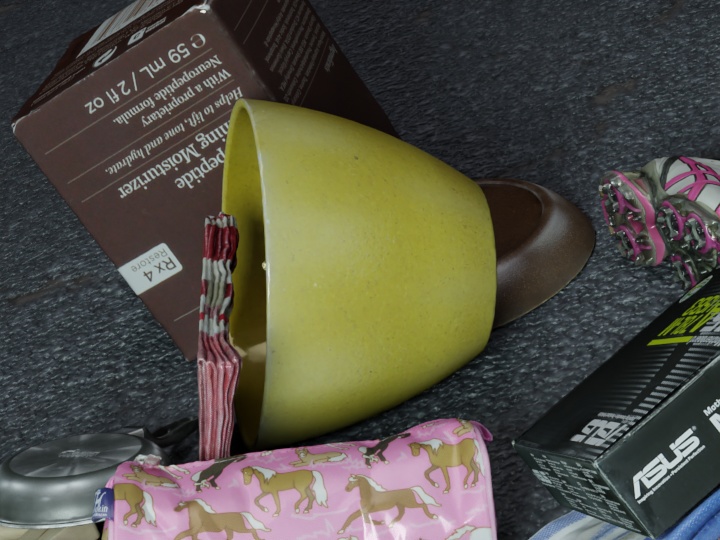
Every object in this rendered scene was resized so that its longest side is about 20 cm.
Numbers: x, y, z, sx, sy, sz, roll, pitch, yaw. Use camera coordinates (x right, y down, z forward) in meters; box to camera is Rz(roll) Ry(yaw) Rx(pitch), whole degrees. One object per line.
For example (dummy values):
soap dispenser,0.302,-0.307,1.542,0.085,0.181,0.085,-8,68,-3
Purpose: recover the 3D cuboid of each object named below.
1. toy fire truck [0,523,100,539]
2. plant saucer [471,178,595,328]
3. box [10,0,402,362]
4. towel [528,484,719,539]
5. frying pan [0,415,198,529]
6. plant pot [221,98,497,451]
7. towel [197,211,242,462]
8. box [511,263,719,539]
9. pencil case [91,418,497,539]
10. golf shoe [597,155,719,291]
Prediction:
toy fire truck,-0.183,0.164,1.031,0.198,0.049,0.141,-14,23,9
plant saucer,0.055,-0.012,1.247,0.198,0.032,0.201,-15,25,7
box,-0.093,-0.087,1.262,0.165,0.201,0.165,-29,19,21
towel,0.146,0.096,0.846,0.146,0.024,0.200,-33,-3,-20
frying pan,-0.130,0.107,1.071,0.114,0.031,0.189,6,18,44
plant pot,0.000,0.000,1.101,0.140,0.202,0.200,-2,22,-11
towel,-0.077,0.069,1.044,0.022,0.146,0.200,0,24,-4
box,0.166,0.035,0.841,0.193,0.048,0.200,-38,1,-5
pencil case,-0.029,0.125,0.920,0.198,0.088,0.083,-6,18,-6
golf shoe,0.216,-0.030,1.115,0.091,0.073,0.200,-21,24,-9
